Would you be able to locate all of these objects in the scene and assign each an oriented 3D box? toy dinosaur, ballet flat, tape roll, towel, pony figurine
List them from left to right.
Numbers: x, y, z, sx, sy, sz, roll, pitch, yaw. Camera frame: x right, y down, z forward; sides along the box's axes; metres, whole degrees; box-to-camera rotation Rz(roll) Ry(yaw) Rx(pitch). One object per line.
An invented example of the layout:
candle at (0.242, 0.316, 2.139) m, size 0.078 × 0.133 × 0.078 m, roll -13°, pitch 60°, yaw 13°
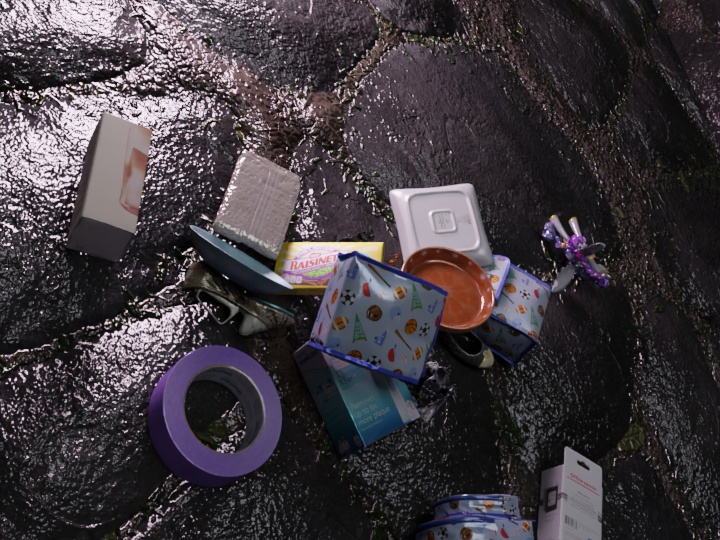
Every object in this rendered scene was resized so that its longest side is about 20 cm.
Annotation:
tape roll at (-0.220, 0.221, 1.194) m, size 0.197 × 0.065 × 0.204 m, roll 20°, pitch 54°, yaw -28°
ballet flat at (-0.209, 0.062, 1.304) m, size 0.198 × 0.068 × 0.076 m, roll 32°, pitch 66°, yaw -11°
towel at (-0.187, -0.122, 1.434) m, size 0.131 × 0.035 × 0.203 m, roll 25°, pitch 51°, yaw -14°
toy dinosaur at (0.000, 0.000, 1.501) m, size 0.199 × 0.101 × 0.138 m, roll -26°, pitch 97°, yaw -62°
ballet flat at (0.201, 0.130, 1.588) m, size 0.199 × 0.057 × 0.067 m, roll 41°, pitch 47°, yaw -12°
pony figurine at (0.528, -0.041, 1.904) m, size 0.191 × 0.167 × 0.202 m, roll 1°, pitch 49°, yaw -46°

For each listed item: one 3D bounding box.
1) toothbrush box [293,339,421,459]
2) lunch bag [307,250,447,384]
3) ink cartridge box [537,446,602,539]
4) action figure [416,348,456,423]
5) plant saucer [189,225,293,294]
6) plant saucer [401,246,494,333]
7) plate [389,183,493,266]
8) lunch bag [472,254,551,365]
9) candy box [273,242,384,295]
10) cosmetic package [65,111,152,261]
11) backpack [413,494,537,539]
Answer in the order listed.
toothbrush box at (-0.006, 0.200, 1.363) m, size 0.145 × 0.085 × 0.203 m, roll -16°, pitch 74°, yaw -42°
lunch bag at (0.035, 0.081, 1.283) m, size 0.197 × 0.124 × 0.173 m, roll 20°, pitch 86°, yaw -18°
ink cartridge box at (0.419, 0.471, 1.556) m, size 0.115 × 0.067 × 0.203 m, roll 32°, pitch 50°, yaw -20°
action figure at (0.117, 0.206, 1.438) m, size 0.101 × 0.200 × 0.120 m, roll -36°, pitch 70°, yaw -3°
plant saucer at (-0.204, -0.007, 1.293) m, size 0.199 × 0.201 × 0.039 m, roll 32°, pitch 90°, yaw -20°
plant saucer at (0.170, 0.040, 1.550) m, size 0.196 × 0.033 × 0.203 m, roll 10°, pitch 50°, yaw -12°
plate at (0.174, -0.098, 1.661) m, size 0.196 × 0.032 × 0.203 m, roll -6°, pitch 65°, yaw -12°
lunch bag at (0.289, 0.068, 1.656) m, size 0.198 × 0.125 × 0.171 m, roll 30°, pitch 48°, yaw 0°
candy box at (-0.057, -0.004, 1.398) m, size 0.195 × 0.027 × 0.104 m, roll 0°, pitch 53°, yaw 9°
cosmetic package at (-0.395, -0.132, 1.234) m, size 0.086 × 0.103 × 0.204 m, roll 18°, pitch 56°, yaw -28°
backpack at (0.185, 0.455, 1.304) m, size 0.187 × 0.200 × 0.157 m, roll 5°, pitch 57°, yaw -29°
